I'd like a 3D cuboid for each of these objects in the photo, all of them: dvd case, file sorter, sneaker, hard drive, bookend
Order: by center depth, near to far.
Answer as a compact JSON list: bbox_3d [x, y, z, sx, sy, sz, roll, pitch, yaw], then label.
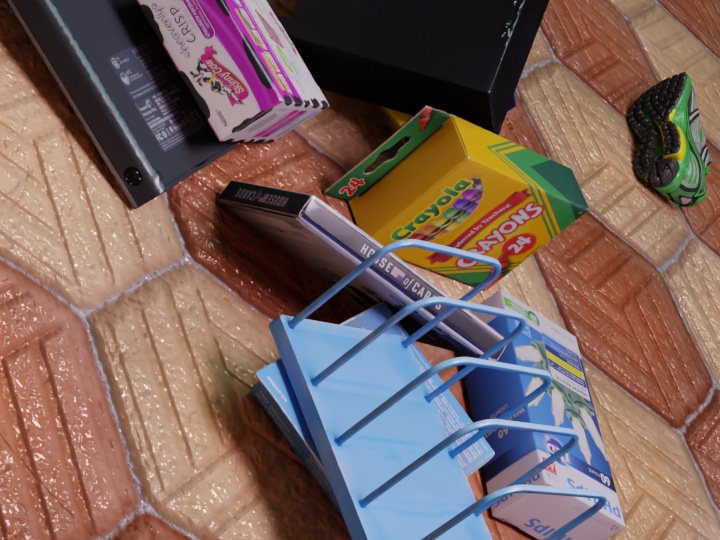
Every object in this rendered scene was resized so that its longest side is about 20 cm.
[{"bbox_3d":[0.056,0.095,1.352,0.139,0.123,0.200,12,47,-50],"label":"file sorter"},{"bbox_3d":[-0.178,-0.155,1.497,0.200,0.033,0.140,59,27,-5],"label":"hard drive"},{"bbox_3d":[0.000,0.000,1.526,0.200,0.025,0.150,37,-11,-26],"label":"dvd case"},{"bbox_3d":[0.052,-0.239,1.710,0.092,0.199,0.199,72,37,-68],"label":"bookend"},{"bbox_3d":[0.352,-0.145,2.286,0.085,0.078,0.200,44,37,-28],"label":"sneaker"}]

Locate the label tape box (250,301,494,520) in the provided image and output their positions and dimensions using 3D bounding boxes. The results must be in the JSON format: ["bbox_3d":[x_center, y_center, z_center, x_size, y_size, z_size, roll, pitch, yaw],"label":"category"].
[{"bbox_3d":[-0.003,0.117,1.436,0.143,0.066,0.200,54,30,5],"label":"label tape box"}]

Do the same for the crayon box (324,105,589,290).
[{"bbox_3d":[0.082,-0.058,1.705,0.200,0.127,0.051,19,41,-44],"label":"crayon box"}]

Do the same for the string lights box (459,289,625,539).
[{"bbox_3d":[0.142,0.124,1.648,0.103,0.059,0.200,31,34,-36],"label":"string lights box"}]

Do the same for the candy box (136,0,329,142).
[{"bbox_3d":[-0.098,-0.170,1.565,0.137,0.061,0.200,59,10,2],"label":"candy box"}]

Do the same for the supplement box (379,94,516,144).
[{"bbox_3d":[0.041,-0.212,1.810,0.200,0.109,0.110,58,0,12],"label":"supplement box"}]
